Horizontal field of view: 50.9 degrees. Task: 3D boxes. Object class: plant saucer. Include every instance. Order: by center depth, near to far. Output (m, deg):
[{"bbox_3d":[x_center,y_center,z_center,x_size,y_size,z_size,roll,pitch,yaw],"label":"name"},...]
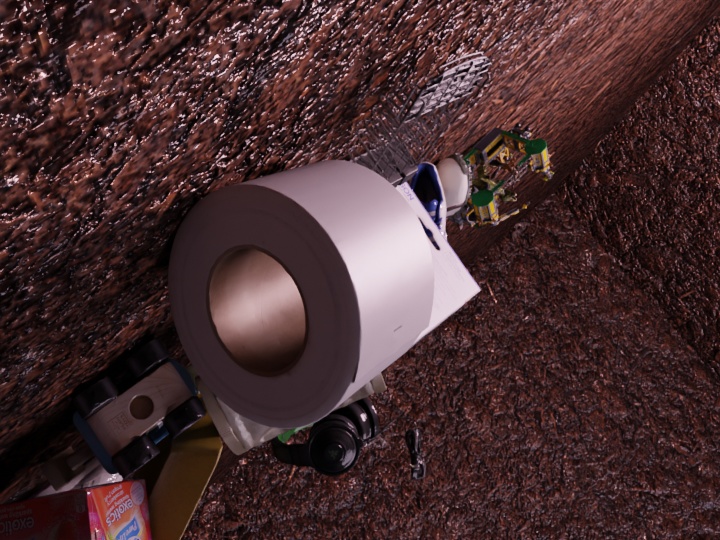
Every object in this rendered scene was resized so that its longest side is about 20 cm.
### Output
[{"bbox_3d":[-0.238,0.257,0.904,0.203,0.048,0.200,-64,-161,1],"label":"plant saucer"}]

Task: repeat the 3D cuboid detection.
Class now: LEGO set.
[{"bbox_3d":[0.226,-0.135,1.257,0.201,0.152,0.117,-49,138,-21],"label":"LEGO set"}]

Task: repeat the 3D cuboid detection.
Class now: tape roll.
[{"bbox_3d":[-0.051,0.015,0.663,0.203,0.204,0.138,-46,168,33],"label":"tape roll"}]

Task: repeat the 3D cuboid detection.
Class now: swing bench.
[{"bbox_3d":[-0.080,0.121,0.932,0.195,0.132,0.200,-22,-168,-1],"label":"swing bench"}]

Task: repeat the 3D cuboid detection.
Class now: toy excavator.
[{"bbox_3d":[-0.277,0.182,0.864,0.193,0.101,0.200,-37,179,-20],"label":"toy excavator"}]

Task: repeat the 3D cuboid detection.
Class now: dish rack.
[{"bbox_3d":[0.048,-0.150,0.787,0.153,0.055,0.201,-35,167,-46],"label":"dish rack"}]

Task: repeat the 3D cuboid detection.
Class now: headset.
[{"bbox_3d":[-0.016,0.213,0.934,0.196,0.096,0.123,-6,-166,27],"label":"headset"}]

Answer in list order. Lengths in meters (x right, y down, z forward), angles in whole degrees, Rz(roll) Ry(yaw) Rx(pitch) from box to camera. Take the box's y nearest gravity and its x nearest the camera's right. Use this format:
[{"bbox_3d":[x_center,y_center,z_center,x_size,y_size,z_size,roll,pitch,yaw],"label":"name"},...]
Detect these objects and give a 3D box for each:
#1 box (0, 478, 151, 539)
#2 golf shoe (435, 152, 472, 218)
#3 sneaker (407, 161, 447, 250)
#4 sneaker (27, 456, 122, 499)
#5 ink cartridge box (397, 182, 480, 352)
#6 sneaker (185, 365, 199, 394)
[{"bbox_3d":[-0.331,0.290,0.808,0.196,0.098,0.099,-15,167,18],"label":"box"},{"bbox_3d":[0.102,-0.099,1.190,0.087,0.078,0.201,-20,157,-42],"label":"golf shoe"},{"bbox_3d":[0.089,-0.055,1.064,0.073,0.205,0.089,-7,157,1],"label":"sneaker"},{"bbox_3d":[-0.370,0.317,1.044,0.075,0.100,0.199,-50,169,36],"label":"sneaker"},{"bbox_3d":[0.038,-0.017,0.899,0.043,0.200,0.199,-38,174,36],"label":"ink cartridge box"},{"bbox_3d":[-0.250,0.196,1.079,0.089,0.067,0.201,-25,158,-44],"label":"sneaker"}]
